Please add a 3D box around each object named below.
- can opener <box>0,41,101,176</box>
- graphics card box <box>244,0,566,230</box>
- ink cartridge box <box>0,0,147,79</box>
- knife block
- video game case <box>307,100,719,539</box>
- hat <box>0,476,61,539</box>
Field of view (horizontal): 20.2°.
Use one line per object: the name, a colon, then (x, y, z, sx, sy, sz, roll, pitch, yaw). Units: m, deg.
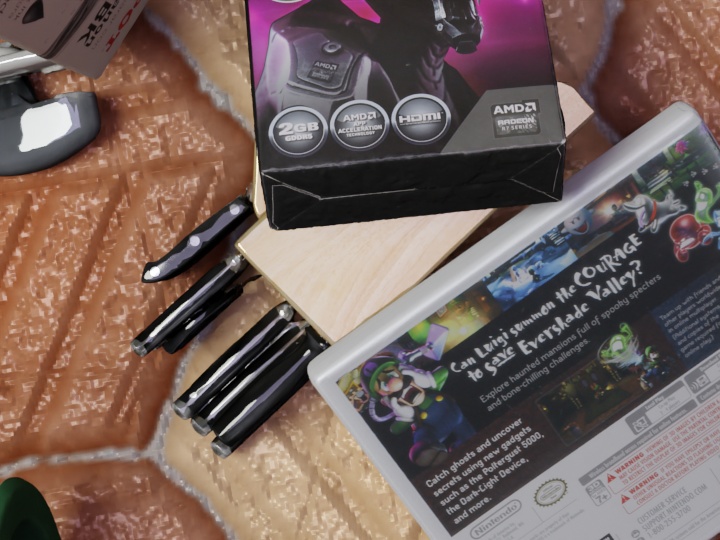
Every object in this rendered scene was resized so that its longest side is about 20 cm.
can opener: (-0.218, -0.060, 0.909, 0.200, 0.053, 0.067, -15, 91, 2)
graphics card box: (0.013, -0.117, 0.858, 0.125, 0.051, 0.200, -5, 61, 0)
ink cartridge box: (-0.120, -0.163, 0.780, 0.083, 0.200, 0.147, 33, 94, 6)
knife block: (0.000, 0.000, 0.902, 0.200, 0.064, 0.176, 1, 92, 0)
video game case: (0.106, 0.053, 0.893, 0.200, 0.023, 0.182, -35, 113, 2)
hat: (-0.222, 0.173, 0.870, 0.176, 0.200, 0.166, -5, 112, 3)
